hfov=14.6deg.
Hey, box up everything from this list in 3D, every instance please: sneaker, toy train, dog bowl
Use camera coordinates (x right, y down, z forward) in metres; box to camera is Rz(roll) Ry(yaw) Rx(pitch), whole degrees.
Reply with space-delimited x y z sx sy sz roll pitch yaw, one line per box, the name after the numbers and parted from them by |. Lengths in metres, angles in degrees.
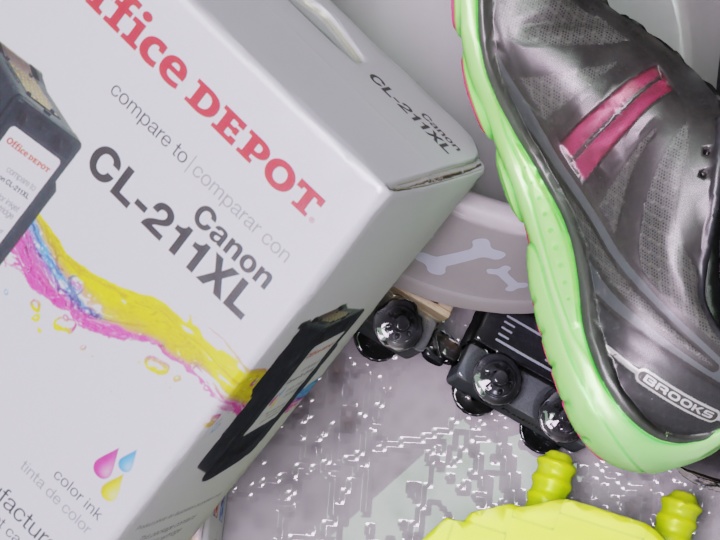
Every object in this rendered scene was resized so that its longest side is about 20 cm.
0.084 -0.040 0.868 0.083 0.077 0.201 -18 87 14 | sneaker
0.000 0.000 0.965 0.199 0.034 0.046 29 72 -9 | toy train
0.053 -0.089 0.956 0.199 0.059 0.201 4 73 -14 | dog bowl

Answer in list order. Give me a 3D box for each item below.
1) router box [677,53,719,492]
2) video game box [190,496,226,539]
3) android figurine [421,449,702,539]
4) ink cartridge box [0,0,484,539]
0.191 -0.021 0.916 0.149 0.062 0.201 6 91 -16 | router box
-0.141 0.041 0.994 0.199 0.047 0.183 6 77 8 | video game box
0.060 0.163 0.949 0.181 0.041 0.201 15 82 10 | android figurine
-0.081 -0.006 0.893 0.146 0.083 0.200 44 112 13 | ink cartridge box
